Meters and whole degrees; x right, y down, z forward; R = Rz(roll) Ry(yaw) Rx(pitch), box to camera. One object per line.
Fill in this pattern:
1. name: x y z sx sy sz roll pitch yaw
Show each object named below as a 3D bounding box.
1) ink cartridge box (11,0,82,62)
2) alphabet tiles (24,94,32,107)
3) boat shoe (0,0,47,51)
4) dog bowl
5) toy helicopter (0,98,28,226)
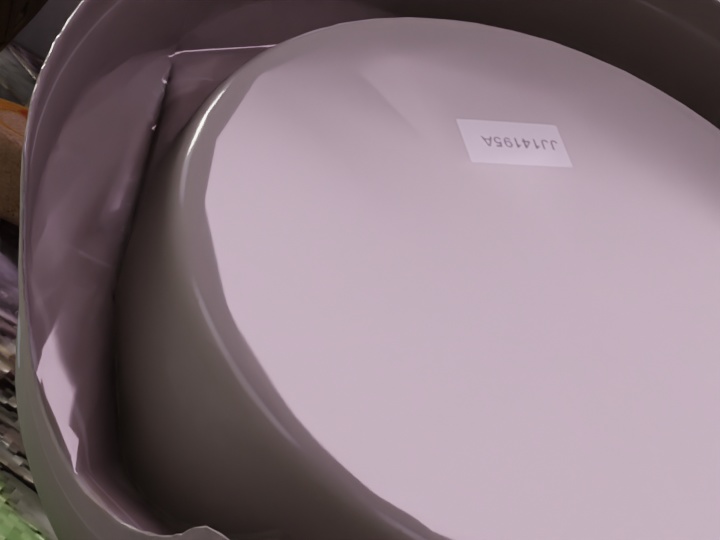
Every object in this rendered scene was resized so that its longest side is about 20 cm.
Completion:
1. ink cartridge box: -0.060 -0.128 0.747 0.200 0.044 0.174 32 44 8
2. alphabet tiles: 0.000 0.000 0.720 0.200 0.015 0.196 25 10 -34
3. boat shoe: -0.085 -0.115 0.646 0.063 0.073 0.201 34 52 5
4. dog bowl: 0.027 0.017 0.467 0.199 0.059 0.201 15 44 -15
5. toy helicopter: -0.030 0.012 0.553 0.200 0.079 0.132 32 15 29
